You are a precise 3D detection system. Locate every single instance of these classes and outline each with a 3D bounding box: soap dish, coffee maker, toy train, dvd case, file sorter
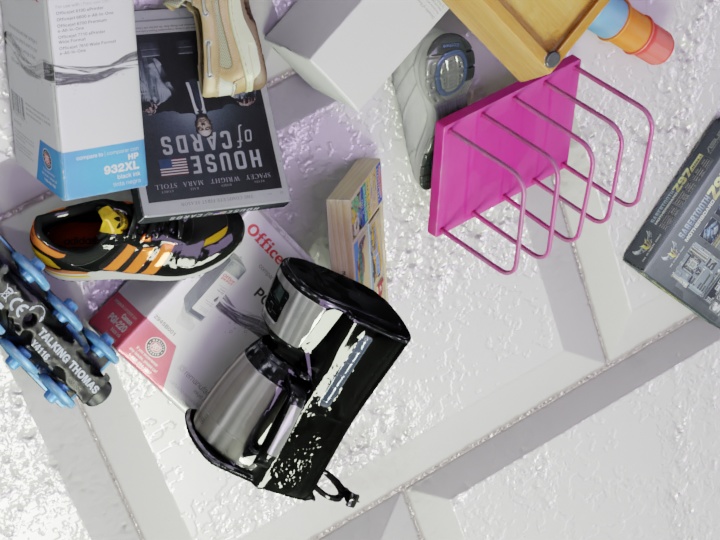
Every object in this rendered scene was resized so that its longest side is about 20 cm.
[{"bbox_3d":[0.154,-0.292,1.683,0.157,0.081,0.200,-50,125,-2],"label":"soap dish"},{"bbox_3d":[-0.044,0.106,1.718,0.192,0.135,0.200,18,110,-49],"label":"coffee maker"},{"bbox_3d":[-0.308,0.049,1.666,0.087,0.114,0.200,-46,122,-12],"label":"toy train"},{"bbox_3d":[-0.155,-0.149,1.670,0.150,0.025,0.200,-8,79,-26],"label":"dvd case"},{"bbox_3d":[0.186,-0.103,1.820,0.200,0.125,0.139,-28,139,-33],"label":"file sorter"}]

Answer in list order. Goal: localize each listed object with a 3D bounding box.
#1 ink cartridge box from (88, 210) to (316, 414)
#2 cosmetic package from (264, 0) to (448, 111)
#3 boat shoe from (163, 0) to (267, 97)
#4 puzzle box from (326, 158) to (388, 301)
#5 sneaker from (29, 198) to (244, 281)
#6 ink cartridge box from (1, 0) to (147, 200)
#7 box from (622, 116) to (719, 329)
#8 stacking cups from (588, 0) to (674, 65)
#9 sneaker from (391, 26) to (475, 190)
[{"bbox_3d":[-0.143,0.034,1.766,0.200,0.085,0.146,-48,123,-7],"label":"ink cartridge box"},{"bbox_3d":[0.015,-0.263,1.729,0.200,0.108,0.085,-49,124,-3],"label":"cosmetic package"},{"bbox_3d":[-0.145,-0.258,1.647,0.076,0.072,0.200,-14,89,-10],"label":"boat shoe"},{"bbox_3d":[0.000,0.000,1.811,0.025,0.133,0.200,2,112,14],"label":"puzzle box"},{"bbox_3d":[-0.209,-0.033,1.661,0.200,0.090,0.070,-6,73,1],"label":"sneaker"},{"bbox_3d":[-0.258,-0.181,1.592,0.084,0.145,0.200,-12,113,-24],"label":"ink cartridge box"},{"bbox_3d":[0.415,-0.052,2.049,0.158,0.051,0.200,32,92,-33],"label":"box"},{"bbox_3d":[0.250,-0.273,1.886,0.200,0.060,0.061,26,94,-37],"label":"stacking cups"},{"bbox_3d":[0.071,-0.171,1.814,0.074,0.087,0.200,-24,136,-26],"label":"sneaker"}]
